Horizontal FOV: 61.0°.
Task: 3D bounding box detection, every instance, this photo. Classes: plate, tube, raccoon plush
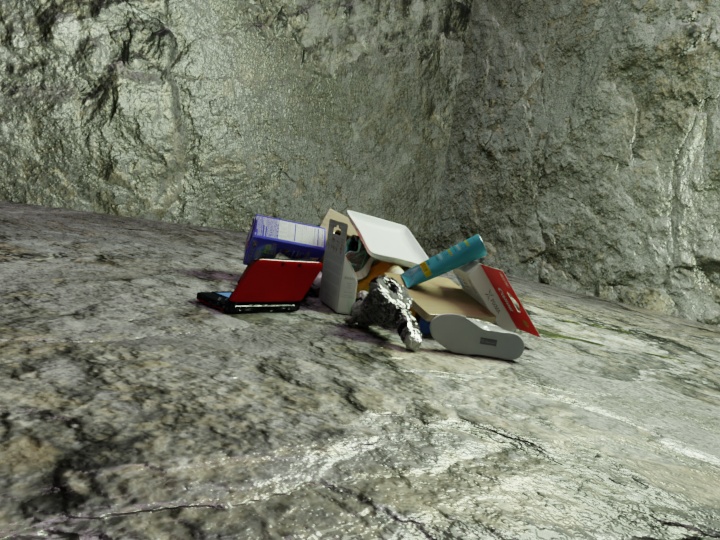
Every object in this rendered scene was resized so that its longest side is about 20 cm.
[{"bbox_3d":[0.070,-0.072,1.566,0.197,0.033,0.201,12,31,-30],"label":"plate"},{"bbox_3d":[0.187,-0.017,1.385,0.197,0.051,0.078,-25,18,3],"label":"tube"},{"bbox_3d":[0.035,0.106,1.211,0.096,0.135,0.202,23,32,-25],"label":"raccoon plush"}]

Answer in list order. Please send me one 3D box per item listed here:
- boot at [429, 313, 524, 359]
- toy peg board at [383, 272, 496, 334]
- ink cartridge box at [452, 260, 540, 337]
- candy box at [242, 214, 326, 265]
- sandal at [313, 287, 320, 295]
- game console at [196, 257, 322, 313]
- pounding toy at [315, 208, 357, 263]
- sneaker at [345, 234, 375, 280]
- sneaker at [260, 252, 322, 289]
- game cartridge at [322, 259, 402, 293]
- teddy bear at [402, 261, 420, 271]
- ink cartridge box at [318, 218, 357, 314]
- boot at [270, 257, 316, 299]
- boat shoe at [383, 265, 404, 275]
[{"bbox_3d":[0.221,0.132,1.220,0.197,0.075,0.096,18,-2,-10],"label":"boot"},{"bbox_3d":[0.166,0.098,1.398,0.197,0.099,0.199,4,23,-32],"label":"toy peg board"},{"bbox_3d":[0.304,0.070,1.399,0.201,0.045,0.176,56,-10,-21],"label":"ink cartridge box"},{"bbox_3d":[-0.205,-0.065,1.651,0.196,0.078,0.169,11,-27,-16],"label":"candy box"},{"bbox_3d":[-0.126,0.028,1.648,0.079,0.055,0.199,6,6,-30],"label":"sandal"},{"bbox_3d":[-0.207,0.021,1.256,0.170,0.121,0.198,15,7,39],"label":"game console"},{"bbox_3d":[-0.087,-0.060,1.804,0.197,0.144,0.185,26,-29,-1],"label":"pounding toy"},{"bbox_3d":[0.005,-0.062,1.589,0.076,0.092,0.201,-9,33,28],"label":"sneaker"},{"bbox_3d":[-0.184,0.002,1.583,0.196,0.086,0.073,6,37,23],"label":"sneaker"},{"bbox_3d":[0.000,0.000,1.615,0.175,0.033,0.200,-31,26,-7],"label":"game cartridge"},{"bbox_3d":[0.101,-0.007,1.661,0.144,0.068,0.198,-31,28,-31],"label":"teddy bear"},{"bbox_3d":[-0.047,-0.013,1.446,0.049,0.204,0.161,7,6,-20],"label":"ink cartridge box"},{"bbox_3d":[-0.196,0.026,1.471,0.194,0.075,0.163,-5,19,6],"label":"boot"},{"bbox_3d":[0.121,0.060,1.541,0.065,0.072,0.200,45,-3,37],"label":"boat shoe"}]
